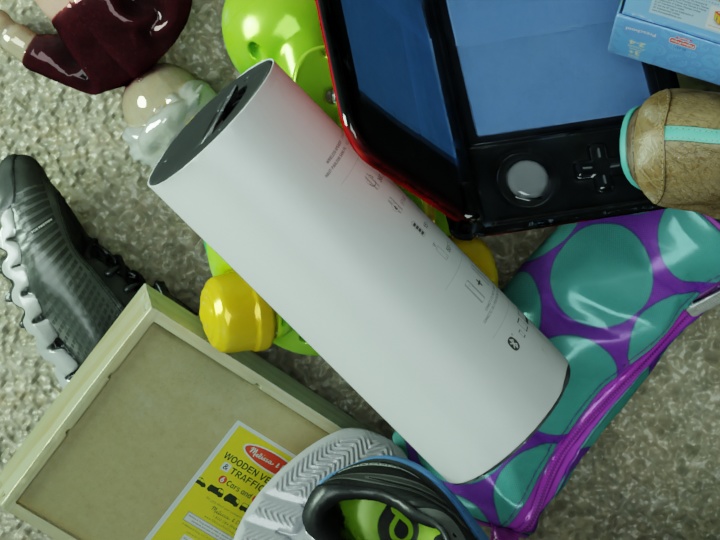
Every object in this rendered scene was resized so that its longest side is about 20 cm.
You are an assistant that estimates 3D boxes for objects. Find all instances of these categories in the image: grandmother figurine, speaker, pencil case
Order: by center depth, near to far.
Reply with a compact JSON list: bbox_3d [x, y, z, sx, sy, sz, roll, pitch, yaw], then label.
[{"bbox_3d":[0.000,0.000,1.293,0.081,0.081,0.200,-43,105,10],"label":"speaker"},{"bbox_3d":[0.107,0.035,1.385,0.200,0.085,0.092,-51,54,11],"label":"pencil case"},{"bbox_3d":[-0.128,-0.136,1.406,0.121,0.061,0.201,-26,98,37],"label":"grandmother figurine"}]

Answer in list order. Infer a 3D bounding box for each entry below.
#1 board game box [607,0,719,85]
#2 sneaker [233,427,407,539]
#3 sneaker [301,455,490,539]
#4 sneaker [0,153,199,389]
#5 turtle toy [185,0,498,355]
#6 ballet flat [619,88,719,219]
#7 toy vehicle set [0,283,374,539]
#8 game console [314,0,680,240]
[{"bbox_3d":[0.210,-0.167,1.316,0.151,0.037,0.201,17,64,4],"label":"board game box"},{"bbox_3d":[-0.036,0.173,1.385,0.077,0.112,0.201,25,77,5],"label":"sneaker"},{"bbox_3d":[0.051,0.153,1.270,0.199,0.083,0.071,36,110,26],"label":"sneaker"},{"bbox_3d":[-0.115,0.028,1.423,0.090,0.066,0.201,-21,99,6],"label":"sneaker"},{"bbox_3d":[-0.020,-0.050,1.379,0.145,0.101,0.201,-8,96,-16],"label":"turtle toy"},{"bbox_3d":[0.194,-0.049,1.306,0.072,0.200,0.068,-1,82,36],"label":"ballet flat"},{"bbox_3d":[-0.061,0.109,1.404,0.200,0.027,0.124,34,102,-23],"label":"toy vehicle set"},{"bbox_3d":[0.058,-0.129,1.298,0.171,0.119,0.201,-9,67,-6],"label":"game console"}]
